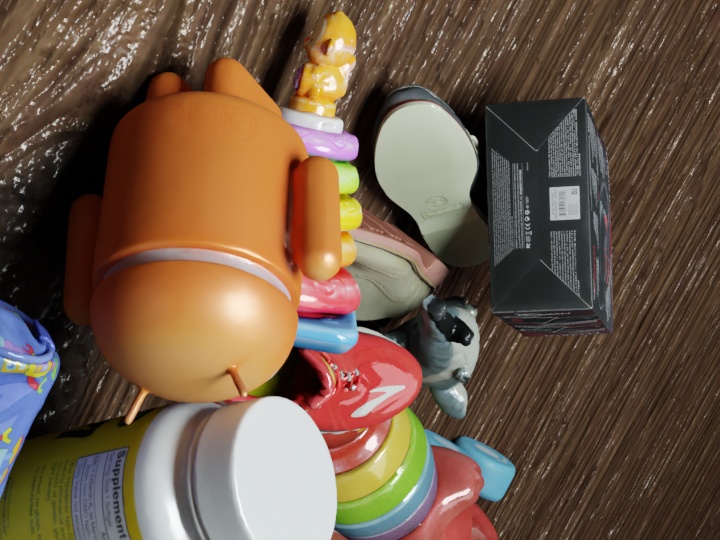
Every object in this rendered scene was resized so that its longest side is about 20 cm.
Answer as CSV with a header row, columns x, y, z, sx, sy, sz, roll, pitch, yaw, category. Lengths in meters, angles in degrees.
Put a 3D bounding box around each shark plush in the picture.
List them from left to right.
x,y,z,sx,sy,sz,roll,pitch,yaw,category
0.042,0.061,1.263,0.200,0.082,0.092,148,-57,-85,shark plush

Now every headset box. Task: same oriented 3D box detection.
x,y,z,sx,sy,sz,roll,pitch,yaw,category
0.143,-0.032,1.314,0.200,0.074,0.150,28,60,-76,headset box

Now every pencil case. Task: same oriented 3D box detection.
x,y,z,sx,sy,sz,roll,pitch,yaw,category
-0.224,0.109,0.958,0.086,0.078,0.201,12,109,-29,pencil case

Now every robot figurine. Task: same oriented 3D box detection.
x,y,z,sx,sy,sz,roll,pitch,yaw,category
-0.088,-0.015,0.971,0.117,0.142,0.202,115,-20,-59,robot figurine

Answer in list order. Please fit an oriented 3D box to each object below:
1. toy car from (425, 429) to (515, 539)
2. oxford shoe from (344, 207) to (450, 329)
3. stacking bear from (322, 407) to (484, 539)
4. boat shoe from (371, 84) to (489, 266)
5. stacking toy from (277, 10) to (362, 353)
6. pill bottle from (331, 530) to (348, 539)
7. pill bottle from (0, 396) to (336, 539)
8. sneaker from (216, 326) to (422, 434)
x,y,z,sx,sy,sz,roll,pitch,yaw,category
0.101,0.264,1.497,0.185,0.199,0.177,-62,151,5,toy car
0.000,0.000,1.225,0.074,0.071,0.200,-54,151,4,oxford shoe
-0.005,0.126,1.296,0.122,0.113,0.201,-56,142,-23,stacking bear
0.054,-0.075,1.250,0.200,0.070,0.063,57,26,-56,boat shoe
-0.037,-0.059,1.081,0.116,0.109,0.202,-99,-159,-80,stacking toy
-0.042,0.232,1.239,0.112,0.199,0.113,-38,146,-32,pill bottle
-0.119,0.136,1.008,0.114,0.199,0.115,29,53,-49,pill bottle
-0.034,0.073,1.153,0.199,0.085,0.078,7,92,-36,sneaker
